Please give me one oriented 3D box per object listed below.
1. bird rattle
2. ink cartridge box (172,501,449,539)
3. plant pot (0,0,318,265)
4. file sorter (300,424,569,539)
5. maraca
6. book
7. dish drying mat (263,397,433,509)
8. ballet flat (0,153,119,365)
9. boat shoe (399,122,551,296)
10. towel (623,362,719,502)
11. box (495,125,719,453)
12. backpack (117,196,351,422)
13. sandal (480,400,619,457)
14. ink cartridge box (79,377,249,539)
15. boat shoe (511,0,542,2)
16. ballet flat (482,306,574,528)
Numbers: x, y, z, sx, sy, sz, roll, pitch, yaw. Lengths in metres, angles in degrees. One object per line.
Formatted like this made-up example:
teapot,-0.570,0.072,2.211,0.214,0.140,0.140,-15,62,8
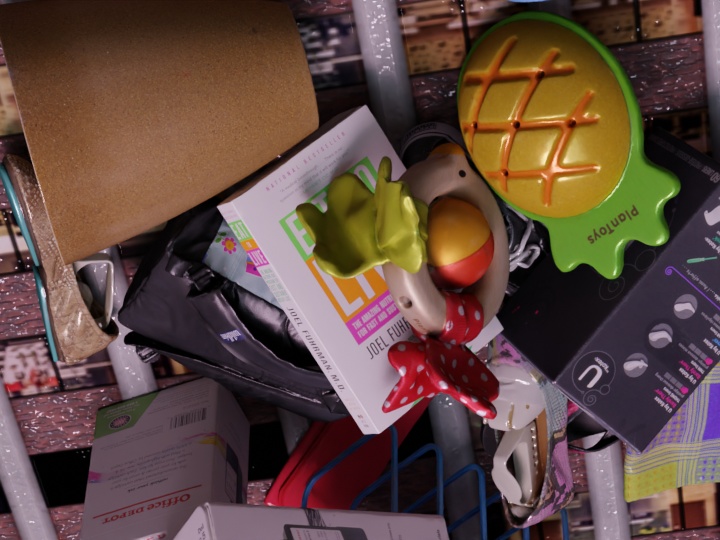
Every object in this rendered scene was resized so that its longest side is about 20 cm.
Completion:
bird rattle,0.060,-0.001,1.383,0.113,0.163,0.200,-17,114,46
ink cartridge box,-0.047,0.246,1.464,0.200,0.084,0.146,7,141,-27
plant pot,-0.136,-0.117,1.372,0.200,0.186,0.187,-14,126,-7
file sorter,0.063,0.232,1.630,0.200,0.123,0.139,28,133,-26
maraca,0.145,-0.091,1.396,0.137,0.107,0.200,-39,78,34
book,0.000,0.000,1.427,0.200,0.134,0.048,57,153,-11
dish drying mat,-0.006,0.143,1.648,0.077,0.018,0.200,22,123,-17
ballet flat,-0.227,-0.014,1.506,0.065,0.071,0.200,-16,133,-9
boat shoe,0.103,-0.028,1.492,0.074,0.068,0.199,-29,122,19
towel,0.288,0.102,1.599,0.143,0.023,0.200,-6,125,-15
box,0.213,0.013,1.451,0.106,0.122,0.200,38,93,-28
backpack,-0.067,0.027,1.484,0.200,0.127,0.167,27,153,-10
sandal,0.195,0.118,1.615,0.200,0.045,0.075,-14,127,9
ink cartridge box,-0.154,0.183,1.561,0.117,0.200,0.067,-17,125,12
boat shoe,0.180,-0.231,1.335,0.200,0.084,0.069,-14,137,7
ballet flat,0.128,0.124,1.557,0.069,0.071,0.200,15,129,35
